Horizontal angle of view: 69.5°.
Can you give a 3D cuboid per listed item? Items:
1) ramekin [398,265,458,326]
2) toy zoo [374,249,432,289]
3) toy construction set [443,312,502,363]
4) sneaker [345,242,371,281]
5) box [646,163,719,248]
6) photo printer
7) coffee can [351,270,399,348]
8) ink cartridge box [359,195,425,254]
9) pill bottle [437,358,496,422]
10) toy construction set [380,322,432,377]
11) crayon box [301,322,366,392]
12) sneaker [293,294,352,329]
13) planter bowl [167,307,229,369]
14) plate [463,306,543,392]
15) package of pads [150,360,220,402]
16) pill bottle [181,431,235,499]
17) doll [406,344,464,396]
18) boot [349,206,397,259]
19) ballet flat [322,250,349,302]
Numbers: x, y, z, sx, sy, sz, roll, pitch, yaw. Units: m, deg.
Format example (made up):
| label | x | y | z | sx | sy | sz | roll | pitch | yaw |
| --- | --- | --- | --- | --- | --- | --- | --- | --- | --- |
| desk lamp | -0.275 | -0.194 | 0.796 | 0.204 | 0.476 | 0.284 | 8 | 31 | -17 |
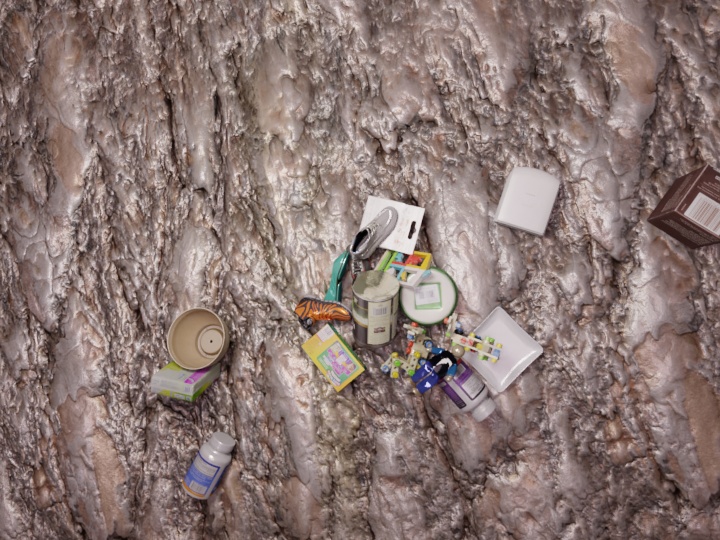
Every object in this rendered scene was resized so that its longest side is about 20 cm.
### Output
| label | x | y | z | sx | sy | sz | roll | pitch | yaw |
| --- | --- | --- | --- | --- | --- | --- | --- | --- | --- |
| ramekin | 0.217 | 0.082 | 1.673 | 0.200 | 0.098 | 0.200 | 0 | 88 | 8 |
| toy zoo | 0.141 | -0.008 | 1.652 | 0.200 | 0.020 | 0.131 | 12 | 59 | 39 |
| toy construction set | 0.337 | 0.215 | 1.604 | 0.200 | 0.131 | 0.092 | 35 | 92 | 10 |
| sneaker | 0.000 | 0.000 | 1.715 | 0.077 | 0.082 | 0.200 | -20 | 85 | 7 |
| box | 0.997 | -0.183 | 1.526 | 0.166 | 0.200 | 0.164 | 34 | 92 | 8 |
| photo printer | 0.535 | -0.226 | 1.658 | 0.166 | 0.069 | 0.200 | 19 | 90 | 8 |
| coffee can | 0.046 | 0.121 | 1.626 | 0.146 | 0.146 | 0.200 | 6 | 126 | 8 |
| ink cartridge box | 0.101 | -0.147 | 1.711 | 0.200 | 0.050 | 0.161 | 15 | 89 | 17 |
| pill bottle | 0.330 | 0.374 | 1.639 | 0.111 | 0.111 | 0.200 | -42 | 83 | 4 |
| toy construction set | 0.157 | 0.254 | 1.665 | 0.131 | 0.092 | 0.200 | 17 | 109 | -10 |
| crayon box | -0.088 | 0.288 | 1.727 | 0.119 | 0.058 | 0.200 | -40 | 83 | 5 |
| sneaker | -0.129 | 0.152 | 1.695 | 0.200 | 0.078 | 0.112 | 12 | 45 | 28 |
| planter bowl | -0.524 | 0.233 | 1.744 | 0.200 | 0.135 | 0.201 | -2 | 77 | 9 |
| plate | 0.445 | 0.253 | 1.668 | 0.200 | 0.032 | 0.200 | 45 | 93 | 8 |
| package of pads | -0.579 | 0.351 | 1.720 | 0.154 | 0.200 | 0.068 | 10 | 104 | 9 |
| pill bottle | -0.504 | 0.650 | 1.742 | 0.112 | 0.112 | 0.200 | 29 | 91 | 8 |
| doll | 0.234 | 0.292 | 1.587 | 0.200 | 0.048 | 0.137 | -41 | 49 | 14 |
| boot | 0.042 | -0.124 | 1.652 | 0.074 | 0.096 | 0.200 | 35 | 95 | 18 |
| ballet flat | -0.089 | 0.024 | 1.717 | 0.070 | 0.067 | 0.200 | 15 | 108 | 11 |
